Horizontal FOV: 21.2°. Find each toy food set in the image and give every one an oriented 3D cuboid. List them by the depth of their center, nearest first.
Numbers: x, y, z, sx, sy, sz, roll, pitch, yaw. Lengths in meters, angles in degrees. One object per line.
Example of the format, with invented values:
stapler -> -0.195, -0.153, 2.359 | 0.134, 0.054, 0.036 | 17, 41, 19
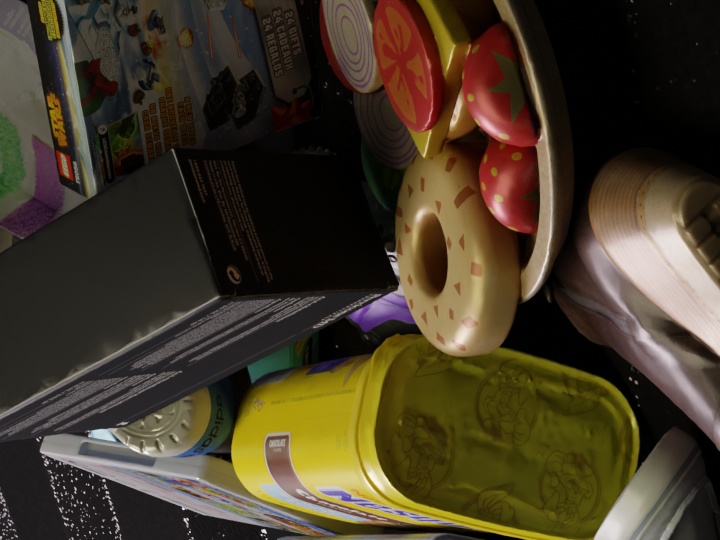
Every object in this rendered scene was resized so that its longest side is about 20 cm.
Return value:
toy food set -> 0.033, -0.075, 0.859 | 0.200, 0.049, 0.198 | 102, 147, -58

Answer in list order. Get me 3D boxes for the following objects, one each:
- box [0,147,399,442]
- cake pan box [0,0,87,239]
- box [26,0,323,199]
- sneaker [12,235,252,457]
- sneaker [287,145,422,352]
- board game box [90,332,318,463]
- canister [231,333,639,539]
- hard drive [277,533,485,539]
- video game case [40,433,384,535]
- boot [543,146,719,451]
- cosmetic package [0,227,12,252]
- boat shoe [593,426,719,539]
box -> -0.105, 0.016, 0.941 | 0.200, 0.141, 0.079 | -27, 74, 32
cake pan box -> -0.171, -0.126, 0.987 | 0.184, 0.200, 0.052 | 31, -161, -19
box -> -0.090, -0.147, 0.895 | 0.040, 0.137, 0.200 | 26, 130, 46
sneaker -> -0.140, 0.035, 1.118 | 0.200, 0.077, 0.111 | 41, -171, 24
sneaker -> 0.000, 0.000, 1.030 | 0.200, 0.070, 0.100 | 20, 140, 50
board game box -> -0.103, 0.056, 1.224 | 0.151, 0.047, 0.200 | 17, 143, 12
canister -> 0.031, 0.092, 1.013 | 0.148, 0.087, 0.200 | 15, 167, -22
hard drive -> 0.050, 0.173, 1.102 | 0.200, 0.132, 0.027 | -15, 64, 63
video game case -> -0.098, 0.139, 1.228 | 0.143, 0.018, 0.200 | 27, 165, -34
boot -> 0.150, 0.033, 0.848 | 0.200, 0.072, 0.166 | 60, 165, -12
cosmetic package -> -0.255, -0.055, 1.069 | 0.081, 0.113, 0.200 | -44, 39, 40
boat shoe -> 0.158, 0.139, 0.924 | 0.071, 0.070, 0.201 | 33, 161, 21
